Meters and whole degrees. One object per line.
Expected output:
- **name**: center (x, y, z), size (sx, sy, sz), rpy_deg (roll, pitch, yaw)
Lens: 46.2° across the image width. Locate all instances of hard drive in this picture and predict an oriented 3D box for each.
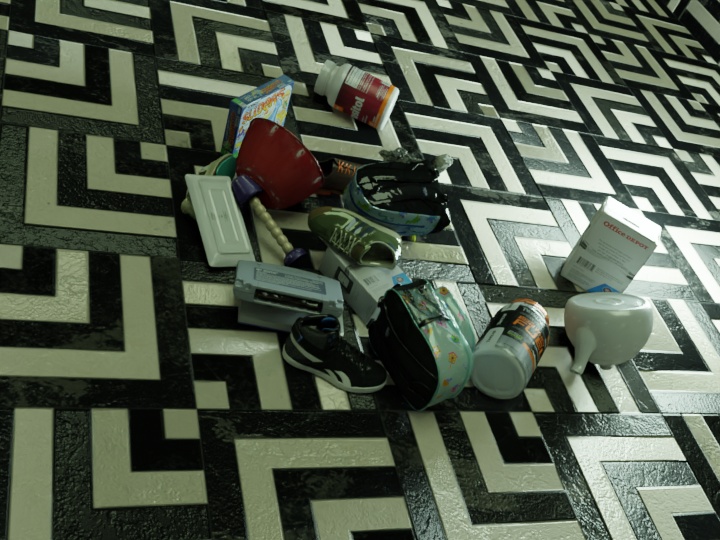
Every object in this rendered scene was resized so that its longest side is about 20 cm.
- **hard drive**: center (-0.130, 0.062, 1.577), size (0.196, 0.026, 0.134), rpy_deg (12, 42, -17)

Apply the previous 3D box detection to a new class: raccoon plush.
- **raccoon plush**: center (0.129, -0.253, 1.930), size (0.096, 0.198, 0.137), rpy_deg (1, 64, -50)

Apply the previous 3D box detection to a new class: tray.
- **tray**: center (-0.267, -0.101, 1.627), size (0.106, 0.022, 0.204), rpy_deg (-2, 64, -40)

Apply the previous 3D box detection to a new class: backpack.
- **backpack**: center (0.119, 0.139, 1.514), size (0.150, 0.177, 0.202), rpy_deg (-7, 54, -28)
- **backpack**: center (0.062, -0.144, 1.715), size (0.197, 0.153, 0.166), rpy_deg (3, 59, -42)

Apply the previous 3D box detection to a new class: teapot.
- **teapot**: center (0.519, 0.134, 1.765), size (0.195, 0.150, 0.198), rpy_deg (-2, 11, 3)

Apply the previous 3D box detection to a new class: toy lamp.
- **toy lamp**: center (-0.184, -0.098, 1.656), size (0.058, 0.058, 0.202), rpy_deg (-29, 82, -45)

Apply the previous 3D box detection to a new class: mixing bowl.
- **mixing bowl**: center (-0.182, -0.199, 1.724), size (0.198, 0.201, 0.109), rpy_deg (35, 68, 10)

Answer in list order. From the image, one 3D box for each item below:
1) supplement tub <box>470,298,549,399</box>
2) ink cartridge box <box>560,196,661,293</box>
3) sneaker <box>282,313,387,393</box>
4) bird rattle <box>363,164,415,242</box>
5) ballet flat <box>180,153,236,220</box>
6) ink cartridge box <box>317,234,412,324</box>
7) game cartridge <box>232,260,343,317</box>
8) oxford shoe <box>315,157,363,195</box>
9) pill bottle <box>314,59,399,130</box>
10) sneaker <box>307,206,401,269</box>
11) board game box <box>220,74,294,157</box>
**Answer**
- **supplement tub**: center (0.294, 0.146, 1.640), size (0.121, 0.124, 0.200), rpy_deg (33, 40, 9)
- **ink cartridge box**: center (0.572, -0.044, 1.930), size (0.144, 0.202, 0.085), rpy_deg (31, 40, 6)
- **sneaker**: center (-0.032, 0.142, 1.477), size (0.196, 0.113, 0.074), rpy_deg (18, 41, -9)
- **bird rattle**: center (0.051, -0.136, 1.835), size (0.198, 0.114, 0.164), rpy_deg (30, 56, 10)
- **ballet flat**: center (-0.310, -0.174, 1.708), size (0.068, 0.070, 0.202), rpy_deg (23, 41, -3)
- **ink cartridge box**: center (0.000, 0.000, 1.680), size (0.115, 0.067, 0.200), rpy_deg (-20, 58, -41)
- **game cartridge**: center (-0.130, 0.031, 1.522), size (0.195, 0.042, 0.133), rpy_deg (12, 14, -9)
- **oxford shoe**: center (-0.031, -0.202, 1.814), size (0.195, 0.073, 0.073), rpy_deg (-2, 62, 12)
- **pill bottle**: center (-0.012, -0.444, 2.111), size (0.197, 0.114, 0.114), rpy_deg (26, 40, 0)
- **sneaker**: center (-0.008, -0.057, 1.629), size (0.196, 0.068, 0.091), rpy_deg (18, 35, -14)
- **board game box**: center (-0.227, -0.340, 1.866), size (0.034, 0.137, 0.200), rpy_deg (31, 40, 14)
